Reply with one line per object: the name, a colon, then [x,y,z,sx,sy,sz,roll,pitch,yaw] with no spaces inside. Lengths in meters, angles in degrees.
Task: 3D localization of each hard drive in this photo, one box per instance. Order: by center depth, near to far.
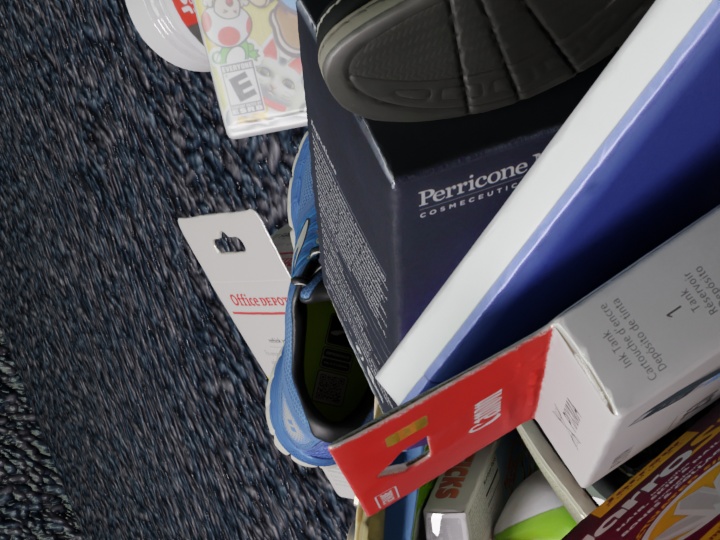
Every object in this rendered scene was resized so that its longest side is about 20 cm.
hard drive: [0.099,-0.034,0.644,0.025,0.132,0.200,51,130,19]

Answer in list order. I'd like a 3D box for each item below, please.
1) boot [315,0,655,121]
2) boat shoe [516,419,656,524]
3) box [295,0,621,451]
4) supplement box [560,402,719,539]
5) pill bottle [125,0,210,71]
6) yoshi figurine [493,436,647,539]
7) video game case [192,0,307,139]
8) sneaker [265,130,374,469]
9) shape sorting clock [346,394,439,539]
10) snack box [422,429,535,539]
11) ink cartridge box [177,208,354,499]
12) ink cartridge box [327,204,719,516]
boot: [0.059,-0.152,0.678,0.154,0.203,0.073,64,-179,35]
boat shoe: [0.140,0.116,0.823,0.200,0.068,0.072,48,177,22]
box: [0.062,-0.035,0.770,0.200,0.148,0.104,84,163,-55]
supplement box: [0.148,0.111,0.674,0.086,0.110,0.200,49,176,0]
pill bottle: [-0.038,-0.168,0.972,0.200,0.116,0.116,-10,98,54]
yoshi figurine: [0.138,0.153,0.913,0.112,0.112,0.200,-4,-90,-67]
video game case: [0.009,-0.165,0.838,0.023,0.200,0.182,-42,-60,-66]
sneaker: [0.000,0.000,0.935,0.089,0.078,0.200,142,134,-76]
shape sorting clock: [0.020,0.117,0.915,0.200,0.039,0.200,11,-90,-78]
snack box: [0.070,0.107,0.950,0.200,0.024,0.072,-55,-41,-63]
ink cartridge box: [-0.012,0.036,1.052,0.200,0.067,0.117,60,155,-15]
ink cartridge box: [0.081,0.051,0.691,0.045,0.176,0.200,57,176,13]
